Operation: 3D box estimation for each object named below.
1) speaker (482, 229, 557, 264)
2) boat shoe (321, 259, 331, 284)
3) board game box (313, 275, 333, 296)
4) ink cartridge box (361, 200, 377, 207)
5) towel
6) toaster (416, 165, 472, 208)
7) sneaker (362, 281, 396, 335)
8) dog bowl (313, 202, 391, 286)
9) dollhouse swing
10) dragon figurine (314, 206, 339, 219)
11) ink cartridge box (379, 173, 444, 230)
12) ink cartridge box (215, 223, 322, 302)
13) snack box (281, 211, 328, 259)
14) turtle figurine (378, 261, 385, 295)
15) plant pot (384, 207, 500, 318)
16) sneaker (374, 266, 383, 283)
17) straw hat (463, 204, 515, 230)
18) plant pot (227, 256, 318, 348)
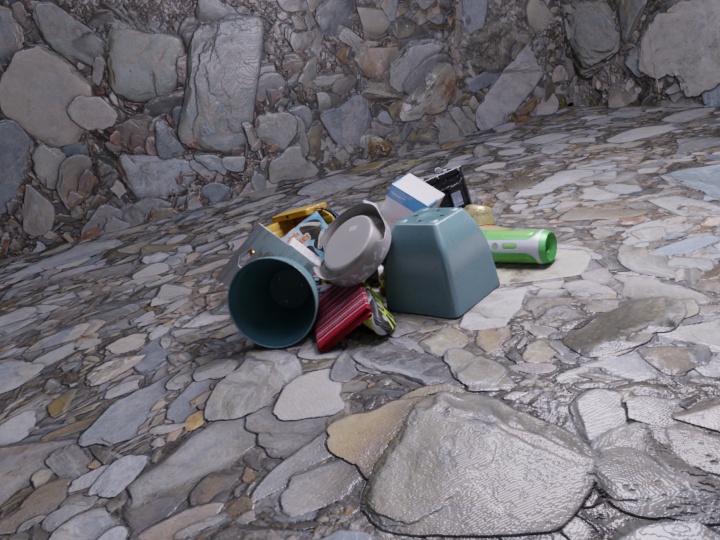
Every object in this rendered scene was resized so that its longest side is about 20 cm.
[{"bbox_3d":[0.369,-0.058,1.501,0.200,0.089,0.088,3,24,40],"label":"speaker"},{"bbox_3d":[-0.051,-0.027,1.527,0.073,0.065,0.200,-11,17,10],"label":"boat shoe"},{"bbox_3d":[-0.096,0.057,1.514,0.126,0.035,0.200,-41,30,-27],"label":"board game box"},{"bbox_3d":[0.014,-0.085,1.723,0.057,0.163,0.200,12,26,-19],"label":"ink cartridge box"},{"bbox_3d":[-0.044,0.082,1.337,0.145,0.022,0.200,-39,25,12],"label":"towel"},{"bbox_3d":[0.242,-0.206,1.884,0.180,0.201,0.119,-25,17,-11],"label":"toaster"},{"bbox_3d":[0.019,0.097,1.336,0.076,0.075,0.200,-43,21,5],"label":"sneaker"},{"bbox_3d":[-0.016,-0.052,1.369,0.200,0.059,0.200,-30,40,28],"label":"dog bowl"},{"bbox_3d":[-0.167,-0.053,1.642,0.181,0.201,0.176,-10,14,29],"label":"dollhouse swing"},{"bbox_3d":[-0.037,-0.110,1.586,0.059,0.200,0.099,-41,-3,-2],"label":"dragon figurine"},{"bbox_3d":[0.129,-0.151,1.770,0.125,0.200,0.129,34,33,13],"label":"ink cartridge box"},{"bbox_3d":[-0.218,-0.003,1.464,0.200,0.176,0.045,-45,15,27],"label":"ink cartridge box"},{"bbox_3d":[-0.159,-0.048,1.603,0.200,0.116,0.037,-39,10,-6],"label":"snack box"},{"bbox_3d":[0.082,-0.026,1.471,0.199,0.162,0.064,-22,32,-17],"label":"turtle figurine"},{"bbox_3d":[0.171,-0.032,1.376,0.196,0.201,0.196,5,25,42],"label":"plant pot"},{"bbox_3d":[0.089,-0.027,1.637,0.114,0.073,0.201,-11,29,-4],"label":"sneaker"},{"bbox_3d":[0.315,-0.136,1.668,0.200,0.085,0.201,-7,-1,0],"label":"straw hat"},{"bbox_3d":[-0.179,0.057,1.379,0.199,0.201,0.135,-9,11,12],"label":"plant pot"}]
